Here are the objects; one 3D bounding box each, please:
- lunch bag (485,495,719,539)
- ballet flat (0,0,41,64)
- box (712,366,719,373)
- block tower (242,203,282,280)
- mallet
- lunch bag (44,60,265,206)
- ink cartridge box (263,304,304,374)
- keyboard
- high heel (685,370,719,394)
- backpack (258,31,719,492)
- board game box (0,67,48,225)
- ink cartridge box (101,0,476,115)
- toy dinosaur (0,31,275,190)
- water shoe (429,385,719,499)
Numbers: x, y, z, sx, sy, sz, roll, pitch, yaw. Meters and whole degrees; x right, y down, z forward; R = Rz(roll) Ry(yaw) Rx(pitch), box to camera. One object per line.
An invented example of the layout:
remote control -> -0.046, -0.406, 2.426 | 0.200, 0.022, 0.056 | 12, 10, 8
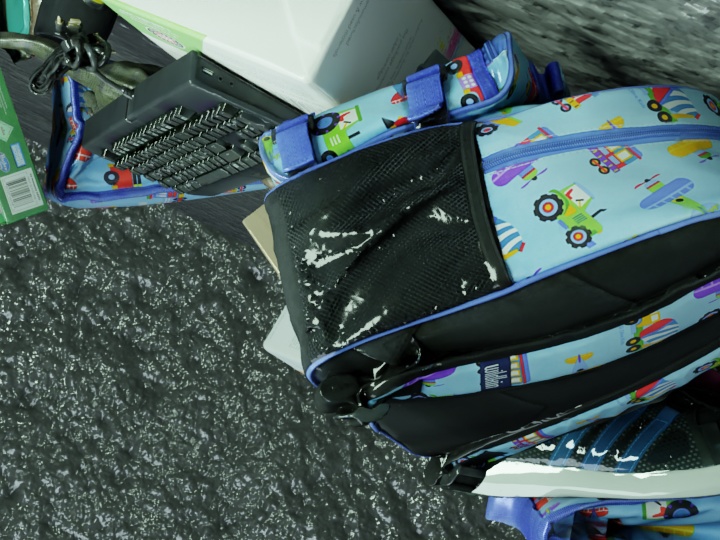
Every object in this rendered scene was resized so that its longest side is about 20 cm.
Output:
lunch bag -> 0.167, 0.128, 0.964 | 0.199, 0.095, 0.151 | 6, -176, -2
ballet flat -> -0.186, -0.160, 1.088 | 0.064, 0.076, 0.200 | -9, -166, -19
box -> 0.159, -0.003, 0.865 | 0.199, 0.075, 0.100 | 25, 170, 27
block tower -> 0.000, 0.000, 0.962 | 0.058, 0.054, 0.200 | 56, -175, 14
mallet -> -0.109, -0.157, 0.908 | 0.041, 0.066, 0.200 | 22, 163, -26
lunch bag -> -0.100, -0.081, 1.186 | 0.199, 0.095, 0.151 | 5, -178, -13
ink cartridge box -> 0.035, 0.005, 1.132 | 0.050, 0.163, 0.200 | 34, 171, -31
keyboard -> -0.097, -0.071, 0.841 | 0.127, 0.021, 0.200 | 29, 165, -17
high heel -> 0.131, 0.013, 0.945 | 0.199, 0.068, 0.096 | 25, 145, 5
backpack -> 0.079, -0.012, 0.734 | 0.199, 0.135, 0.183 | -22, 157, 13
board game box -> -0.240, -0.127, 1.119 | 0.029, 0.201, 0.135 | -19, -175, -10
ink cartridge box -> -0.013, -0.096, 0.816 | 0.117, 0.068, 0.200 | 25, 175, 27
toy dinosaur -> -0.117, -0.090, 0.950 | 0.199, 0.048, 0.088 | 19, 179, 13
water shoe -> 0.125, 0.068, 0.897 | 0.199, 0.079, 0.071 | -5, -171, 17
